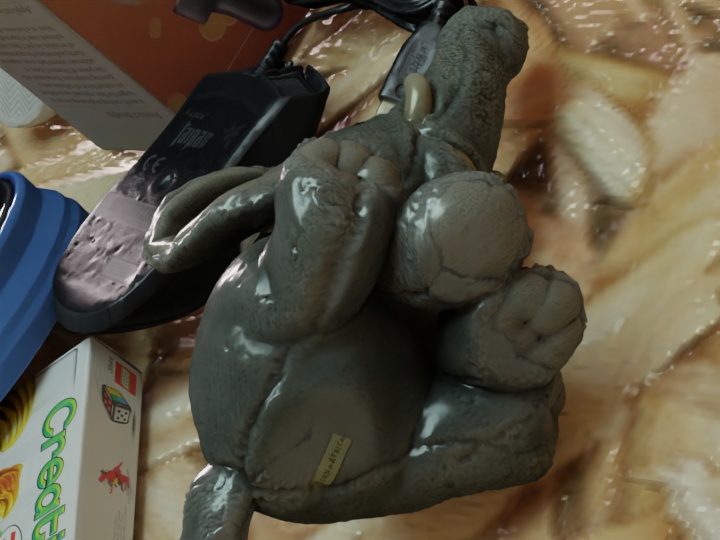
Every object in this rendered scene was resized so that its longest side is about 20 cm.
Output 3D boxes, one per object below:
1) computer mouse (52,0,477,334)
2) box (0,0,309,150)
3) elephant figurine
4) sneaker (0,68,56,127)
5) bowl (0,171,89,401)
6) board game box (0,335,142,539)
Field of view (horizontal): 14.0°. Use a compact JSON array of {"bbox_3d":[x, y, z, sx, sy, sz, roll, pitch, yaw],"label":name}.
[{"bbox_3d":[-0.028,-0.043,1.154,0.140,0.046,0.201,10,61,50],"label":"computer mouse"},{"bbox_3d":[-0.115,-0.166,1.236,0.106,0.200,0.153,5,61,55],"label":"box"},{"bbox_3d":[0.000,0.000,1.014,0.200,0.154,0.143,-115,25,-67],"label":"elephant figurine"},{"bbox_3d":[-0.115,-0.166,1.365,0.073,0.115,0.201,22,109,36],"label":"sneaker"},{"bbox_3d":[-0.192,0.040,1.233,0.200,0.039,0.201,-43,19,18],"label":"bowl"},{"bbox_3d":[-0.140,0.133,1.119,0.126,0.035,0.201,-34,35,27],"label":"board game box"}]
